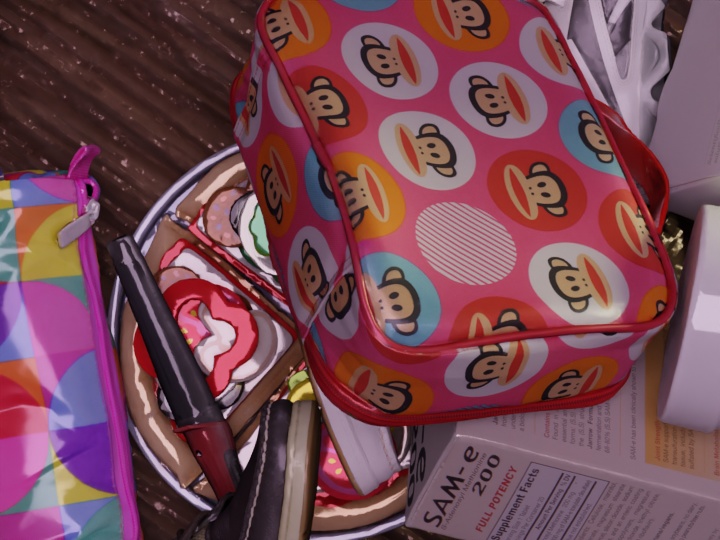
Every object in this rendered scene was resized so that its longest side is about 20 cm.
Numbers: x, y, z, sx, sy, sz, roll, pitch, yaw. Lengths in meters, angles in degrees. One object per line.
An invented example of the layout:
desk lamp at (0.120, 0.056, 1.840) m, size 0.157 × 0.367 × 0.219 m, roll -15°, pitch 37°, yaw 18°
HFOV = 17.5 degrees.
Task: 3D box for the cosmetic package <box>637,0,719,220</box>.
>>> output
cosmetic package at (0.239, -0.051, 1.068) m, size 0.200 × 0.085 × 0.108 m, roll 19°, pitch 78°, yaw -19°

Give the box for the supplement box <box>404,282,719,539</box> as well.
supplement box at (0.127, 0.071, 1.052) m, size 0.200 × 0.074 × 0.126 m, roll 15°, pitch 46°, yaw -9°

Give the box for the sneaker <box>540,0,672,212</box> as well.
sneaker at (0.099, -0.125, 1.107) m, size 0.088 × 0.074 × 0.200 m, roll -4°, pitch 86°, yaw -3°

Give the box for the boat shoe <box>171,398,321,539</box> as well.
boat shoe at (-0.061, 0.143, 1.049) m, size 0.065 × 0.073 × 0.200 m, roll 13°, pitch 115°, yaw -1°

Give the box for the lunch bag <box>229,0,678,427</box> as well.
lunch bag at (0.048, -0.035, 1.001) m, size 0.176 × 0.082 × 0.200 m, roll -5°, pitch 57°, yaw -23°

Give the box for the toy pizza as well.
toy pizza at (-0.022, 0.030, 1.116) m, size 0.200 × 0.032 × 0.200 m, roll 0°, pitch 86°, yaw -1°

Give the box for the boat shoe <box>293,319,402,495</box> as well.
boat shoe at (0.000, 0.000, 1.067) m, size 0.069 × 0.071 × 0.200 m, roll -12°, pitch 86°, yaw -2°

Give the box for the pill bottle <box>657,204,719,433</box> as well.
pill bottle at (0.232, 0.039, 0.982) m, size 0.200 × 0.116 × 0.116 m, roll 11°, pitch 86°, yaw 3°

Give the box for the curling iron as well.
curling iron at (-0.081, 0.079, 1.091) m, size 0.050 × 0.026 × 0.200 m, roll -15°, pitch 102°, yaw 10°

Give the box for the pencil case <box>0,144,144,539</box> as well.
pencil case at (-0.150, 0.046, 1.087) m, size 0.088 × 0.088 × 0.200 m, roll -7°, pitch 89°, yaw -1°
